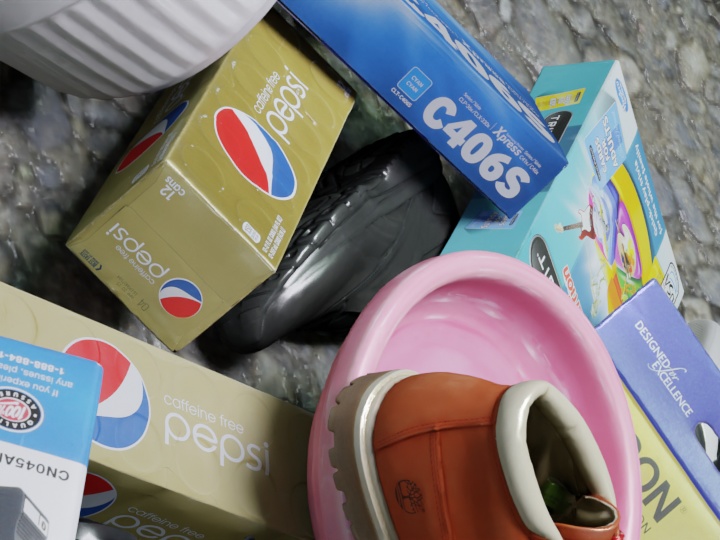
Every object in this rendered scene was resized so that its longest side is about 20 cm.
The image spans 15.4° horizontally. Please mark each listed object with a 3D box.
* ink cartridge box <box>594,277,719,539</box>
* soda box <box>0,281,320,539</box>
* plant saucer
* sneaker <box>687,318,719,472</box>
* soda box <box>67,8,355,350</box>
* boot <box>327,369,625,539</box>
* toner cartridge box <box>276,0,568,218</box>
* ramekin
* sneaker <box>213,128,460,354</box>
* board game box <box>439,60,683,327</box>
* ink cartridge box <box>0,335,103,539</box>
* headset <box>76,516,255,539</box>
[{"bbox_3d":[0.129,0.139,1.272,0.200,0.047,0.198,-38,98,-13],"label":"ink cartridge box"},{"bbox_3d":[-0.101,0.073,1.114,0.200,0.064,0.068,25,49,-38],"label":"soda box"},{"bbox_3d":[0.045,0.094,1.166,0.200,0.051,0.201,12,74,-45],"label":"plant saucer"},{"bbox_3d":[0.170,0.128,1.405,0.112,0.073,0.200,49,46,-21],"label":"sneaker"},{"bbox_3d":[-0.062,-0.048,1.190,0.068,0.064,0.200,45,24,-12],"label":"soda box"},{"bbox_3d":[0.066,0.132,1.069,0.075,0.107,0.201,-37,111,-46],"label":"boot"},{"bbox_3d":[0.013,-0.118,1.284,0.200,0.043,0.095,42,12,-27],"label":"toner cartridge box"},{"bbox_3d":[-0.108,-0.170,1.164,0.105,0.200,0.201,39,40,-42],"label":"ramekin"},{"bbox_3d":[0.000,0.000,1.281,0.200,0.076,0.091,-39,105,-51],"label":"sneaker"},{"bbox_3d":[0.107,0.007,1.376,0.200,0.047,0.151,-60,138,-50],"label":"board game box"},{"bbox_3d":[-0.180,0.115,0.935,0.144,0.084,0.201,16,51,-13],"label":"ink cartridge box"},{"bbox_3d":[-0.111,0.158,1.060,0.200,0.094,0.124,-20,81,-38],"label":"headset"}]
